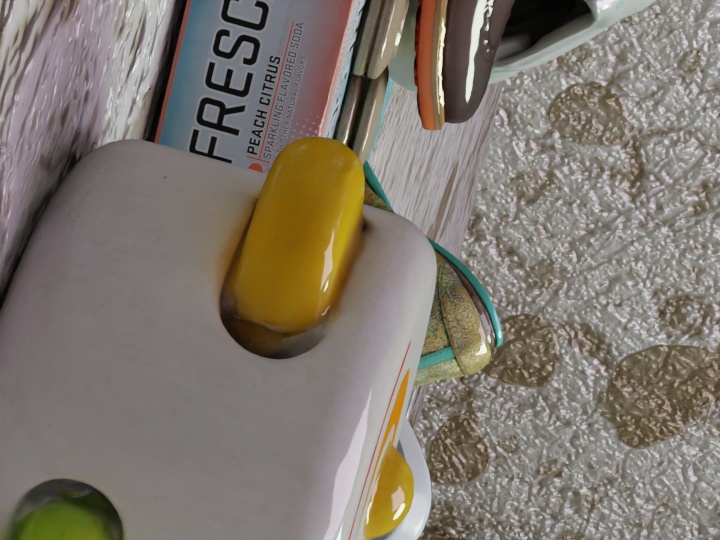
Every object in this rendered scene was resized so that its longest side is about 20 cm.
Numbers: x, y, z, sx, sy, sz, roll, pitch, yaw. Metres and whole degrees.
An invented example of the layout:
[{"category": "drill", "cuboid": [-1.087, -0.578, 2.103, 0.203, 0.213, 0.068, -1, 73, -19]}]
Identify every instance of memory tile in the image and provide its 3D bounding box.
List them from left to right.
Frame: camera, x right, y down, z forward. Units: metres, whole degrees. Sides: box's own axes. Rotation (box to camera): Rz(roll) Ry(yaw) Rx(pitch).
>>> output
[{"category": "memory tile", "cuboid": [0.012, -0.114, 1.223, 0.154, 0.017, 0.200, -78, -178, -49]}]

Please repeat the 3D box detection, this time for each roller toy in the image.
[{"category": "roller toy", "cuboid": [-0.049, 0.056, 1.007, 0.182, 0.139, 0.201, 69, 37, -83]}]

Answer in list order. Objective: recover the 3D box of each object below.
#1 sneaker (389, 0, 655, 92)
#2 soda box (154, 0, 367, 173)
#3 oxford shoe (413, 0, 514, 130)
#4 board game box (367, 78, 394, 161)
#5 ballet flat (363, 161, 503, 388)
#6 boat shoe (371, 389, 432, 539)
[{"category": "sneaker", "cuboid": [0.055, -0.110, 1.278, 0.089, 0.075, 0.200, -47, -166, -34]}, {"category": "soda box", "cuboid": [-0.036, -0.084, 1.140, 0.068, 0.063, 0.201, -65, 171, -72]}, {"category": "oxford shoe", "cuboid": [0.067, -0.144, 1.173, 0.071, 0.072, 0.201, -81, -175, -68]}, {"category": "board game box", "cuboid": [-0.028, -0.052, 1.451, 0.151, 0.047, 0.200, 96, 12, -64]}, {"category": "ballet flat", "cuboid": [0.000, 0.000, 1.284, 0.200, 0.070, 0.071, -130, -127, -64]}, {"category": "boat shoe", "cuboid": [-0.012, 0.070, 1.298, 0.199, 0.068, 0.074, 31, -81, 55]}]
